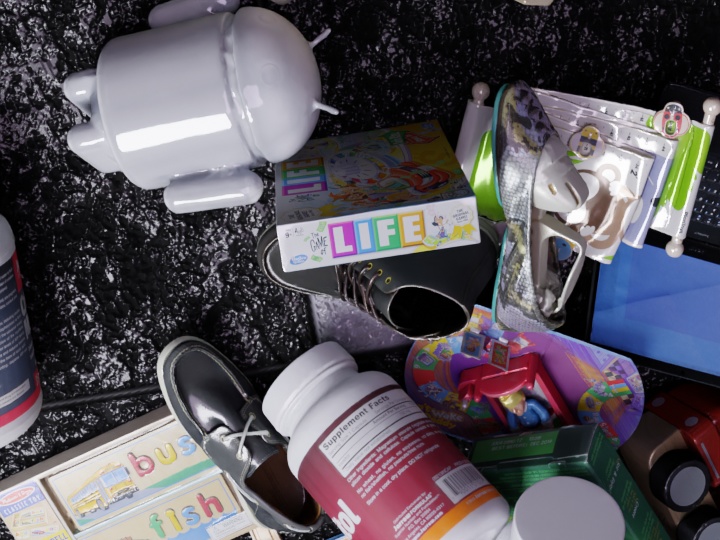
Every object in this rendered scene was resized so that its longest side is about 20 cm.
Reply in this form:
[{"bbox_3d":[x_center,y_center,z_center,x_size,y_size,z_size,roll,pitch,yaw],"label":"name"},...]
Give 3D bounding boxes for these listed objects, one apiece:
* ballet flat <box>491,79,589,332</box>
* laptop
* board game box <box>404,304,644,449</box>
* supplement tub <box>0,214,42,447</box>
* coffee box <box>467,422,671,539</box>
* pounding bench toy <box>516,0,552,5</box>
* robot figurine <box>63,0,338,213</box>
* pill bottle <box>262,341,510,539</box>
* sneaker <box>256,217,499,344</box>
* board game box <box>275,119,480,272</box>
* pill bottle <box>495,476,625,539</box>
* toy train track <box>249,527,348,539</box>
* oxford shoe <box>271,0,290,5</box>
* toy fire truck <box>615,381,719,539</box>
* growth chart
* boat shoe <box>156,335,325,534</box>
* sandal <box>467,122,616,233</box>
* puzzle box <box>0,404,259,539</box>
[{"bbox_3d":[0.134,-0.041,0.910,0.071,0.072,0.202,-4,119,-3],"label":"ballet flat"},{"bbox_3d":[0.289,-0.020,0.985,0.176,0.104,0.201,15,126,-10],"label":"laptop"},{"bbox_3d":[0.129,0.114,1.017,0.198,0.039,0.159,20,133,0],"label":"board game box"},{"bbox_3d":[-0.325,0.032,0.941,0.139,0.141,0.202,-5,111,-2],"label":"supplement tub"},{"bbox_3d":[0.182,0.212,1.030,0.122,0.044,0.201,-13,124,38],"label":"coffee box"},{"bbox_3d":[0.039,-0.251,0.855,0.155,0.124,0.201,-27,111,-9],"label":"pounding bench toy"},{"bbox_3d":[-0.114,-0.126,0.905,0.198,0.113,0.171,-10,79,10],"label":"robot figurine"},{"bbox_3d":[0.015,0.156,0.987,0.200,0.113,0.113,46,105,23],"label":"pill bottle"},{"bbox_3d":[0.000,0.000,0.948,0.198,0.106,0.075,-1,120,20],"label":"sneaker"},{"bbox_3d":[0.006,-0.059,0.901,0.133,0.200,0.035,-9,111,-1],"label":"board game box"},{"bbox_3d":[0.153,0.255,0.967,0.110,0.112,0.201,-4,132,-3],"label":"pill bottle"},{"bbox_3d":[-0.029,0.260,1.106,0.198,0.033,0.115,-24,110,3],"label":"toy train track"},{"bbox_3d":[-0.109,-0.272,0.881,0.199,0.075,0.058,37,110,-23],"label":"oxford shoe"},{"bbox_3d":[0.341,0.168,1.066,0.199,0.129,0.177,-35,114,-10],"label":"toy fire truck"},{"bbox_3d":[0.162,-0.071,0.941,0.198,0.018,0.146,7,114,10],"label":"growth chart"},{"bbox_3d":[-0.094,0.137,1.027,0.072,0.067,0.201,-40,113,-23],"label":"boat shoe"},{"bbox_3d":[0.125,-0.067,0.990,0.199,0.055,0.082,-26,105,21],"label":"sandal"},{"bbox_3d":[-0.201,0.203,1.075,0.199,0.025,0.134,-25,110,5],"label":"puzzle box"}]
